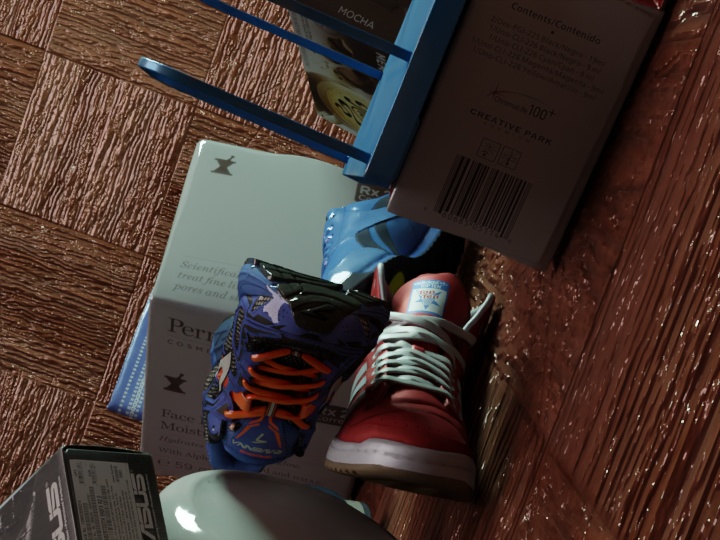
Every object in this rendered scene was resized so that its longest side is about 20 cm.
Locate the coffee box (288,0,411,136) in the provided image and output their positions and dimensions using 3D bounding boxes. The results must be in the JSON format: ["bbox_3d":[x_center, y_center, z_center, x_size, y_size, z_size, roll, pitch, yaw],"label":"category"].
[{"bbox_3d":[0.021,-0.163,0.988,0.080,0.113,0.200,-58,-13,-13],"label":"coffee box"}]

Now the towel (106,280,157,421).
[{"bbox_3d":[-0.094,0.094,1.093,0.145,0.199,0.024,-77,11,-45],"label":"towel"}]

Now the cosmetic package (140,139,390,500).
[{"bbox_3d":[-0.063,0.042,0.978,0.201,0.163,0.166,102,178,-47],"label":"cosmetic package"}]

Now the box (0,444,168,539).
[{"bbox_3d":[-0.130,0.200,0.567,0.158,0.048,0.201,-40,53,35],"label":"box"}]

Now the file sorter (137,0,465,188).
[{"bbox_3d":[-0.009,-0.154,0.614,0.139,0.122,0.201,-134,66,-84],"label":"file sorter"}]

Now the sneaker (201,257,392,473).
[{"bbox_3d":[-0.036,0.053,0.636,0.200,0.075,0.079,121,163,-69],"label":"sneaker"}]

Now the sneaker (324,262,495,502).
[{"bbox_3d":[0.029,0.051,0.662,0.200,0.071,0.113,143,143,-85],"label":"sneaker"}]

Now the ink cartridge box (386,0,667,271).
[{"bbox_3d":[0.084,-0.125,0.667,0.200,0.083,0.177,-83,15,-68],"label":"ink cartridge box"}]

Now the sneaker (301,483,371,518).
[{"bbox_3d":[-0.048,0.212,0.765,0.070,0.082,0.201,-51,22,42],"label":"sneaker"}]

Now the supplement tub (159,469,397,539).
[{"bbox_3d":[-0.061,0.211,0.631,0.140,0.139,0.201,-95,25,-78],"label":"supplement tub"}]

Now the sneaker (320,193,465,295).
[{"bbox_3d":[0.000,0.000,0.802,0.200,0.078,0.066,-42,-36,-60],"label":"sneaker"}]
